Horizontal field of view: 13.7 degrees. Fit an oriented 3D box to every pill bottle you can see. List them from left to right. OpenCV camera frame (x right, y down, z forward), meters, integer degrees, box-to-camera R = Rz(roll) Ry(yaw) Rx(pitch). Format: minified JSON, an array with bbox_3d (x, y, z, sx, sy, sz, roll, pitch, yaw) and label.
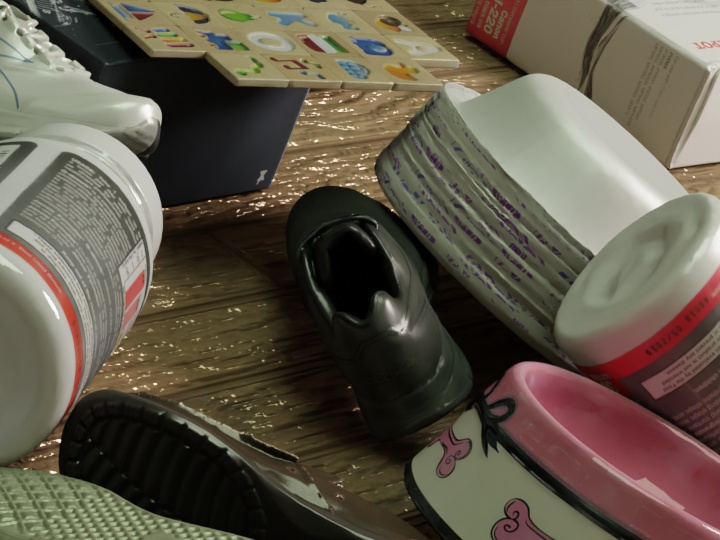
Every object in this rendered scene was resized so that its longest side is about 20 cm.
[{"bbox_3d":[-0.161,0.005,1.385,0.116,0.116,0.200,24,23,3],"label":"pill bottle"},{"bbox_3d":[0.200,0.066,1.519,0.200,0.111,0.111,46,18,-16],"label":"pill bottle"}]

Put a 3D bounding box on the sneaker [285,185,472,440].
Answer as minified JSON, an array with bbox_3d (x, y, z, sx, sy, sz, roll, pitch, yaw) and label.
[{"bbox_3d":[0.000,0.000,1.552,0.091,0.076,0.200,59,0,-34],"label":"sneaker"}]

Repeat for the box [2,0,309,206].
[{"bbox_3d":[-0.155,-0.124,1.681,0.182,0.104,0.200,36,27,26],"label":"box"}]

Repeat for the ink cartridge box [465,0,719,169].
[{"bbox_3d":[0.197,-0.158,2.096,0.200,0.085,0.146,35,26,30],"label":"ink cartridge box"}]

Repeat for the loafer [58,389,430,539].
[{"bbox_3d":[-0.042,0.116,1.330,0.200,0.073,0.071,31,13,4],"label":"loafer"}]

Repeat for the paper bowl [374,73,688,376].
[{"bbox_3d":[0.113,-0.029,1.644,0.201,0.104,0.201,41,12,-11],"label":"paper bowl"}]

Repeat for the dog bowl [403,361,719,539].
[{"bbox_3d":[0.123,0.117,1.400,0.200,0.074,0.200,30,13,-7],"label":"dog bowl"}]

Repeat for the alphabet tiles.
[{"bbox_3d":[-0.051,-0.136,1.636,0.200,0.006,0.166,-1,28,-35],"label":"alphabet tiles"}]

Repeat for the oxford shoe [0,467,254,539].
[{"bbox_3d":[-0.107,0.129,1.252,0.200,0.058,0.075,17,23,25],"label":"oxford shoe"}]

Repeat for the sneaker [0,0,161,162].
[{"bbox_3d":[-0.187,-0.101,1.540,0.200,0.087,0.074,13,-9,28],"label":"sneaker"}]
